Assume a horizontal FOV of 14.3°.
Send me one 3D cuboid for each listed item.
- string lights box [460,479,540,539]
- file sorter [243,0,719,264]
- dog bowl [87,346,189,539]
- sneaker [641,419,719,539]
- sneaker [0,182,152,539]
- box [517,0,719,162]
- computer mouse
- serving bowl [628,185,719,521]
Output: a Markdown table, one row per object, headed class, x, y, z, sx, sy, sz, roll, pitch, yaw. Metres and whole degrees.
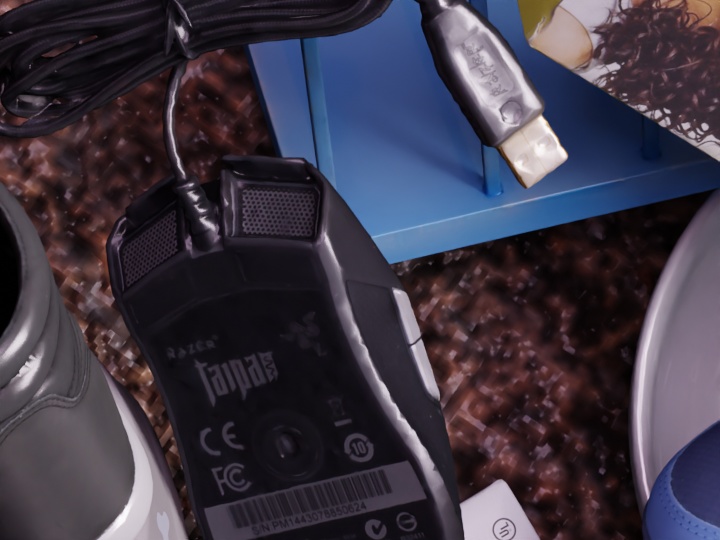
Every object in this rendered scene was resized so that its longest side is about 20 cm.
| class | x | y | z | sx | sy | sz | roll | pitch | yaw |
| --- | --- | --- | --- | --- | --- | --- | --- | --- | --- |
| string lights box | -0.022 | 0.154 | 0.795 | 0.199 | 0.059 | 0.103 | -28 | 79 | -12 |
| file sorter | 0.062 | -0.108 | 0.808 | 0.199 | 0.123 | 0.139 | -13 | 46 | -5 |
| dog bowl | -0.139 | 0.083 | 0.769 | 0.199 | 0.059 | 0.201 | -3 | 57 | 4 |
| sneaker | 0.163 | 0.032 | 0.739 | 0.199 | 0.082 | 0.074 | -17 | 40 | 14 |
| sneaker | -0.128 | -0.015 | 0.737 | 0.071 | 0.099 | 0.200 | -37 | 59 | -15 |
| box | 0.135 | -0.050 | 0.740 | 0.199 | 0.075 | 0.050 | 27 | 33 | -28 |
| computer mouse | 0.000 | 0.000 | 0.742 | 0.140 | 0.046 | 0.201 | -21 | 104 | 25 |
| serving bowl | 0.171 | 0.051 | 0.836 | 0.199 | 0.066 | 0.202 | 1 | 76 | -5 |
